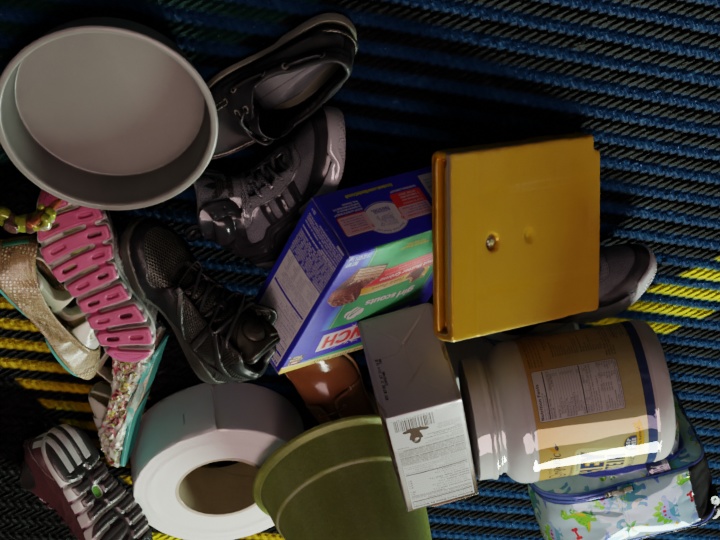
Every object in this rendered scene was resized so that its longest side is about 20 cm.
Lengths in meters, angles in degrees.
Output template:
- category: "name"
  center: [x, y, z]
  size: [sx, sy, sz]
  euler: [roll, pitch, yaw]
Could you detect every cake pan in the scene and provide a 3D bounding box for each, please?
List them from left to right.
- category: "cake pan"
  center: [-0.224, -0.141, 1.545]
  size: [0.198, 0.037, 0.202]
  euler: [0, 131, 0]

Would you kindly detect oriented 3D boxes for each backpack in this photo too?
- category: "backpack"
  center: [0.279, 0.211, 1.952]
  size: [0.198, 0.183, 0.148]
  euler: [-19, 114, 5]

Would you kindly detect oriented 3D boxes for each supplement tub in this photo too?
- category: "supplement tub"
  center: [0.205, 0.134, 1.753]
  size: [0.197, 0.145, 0.145]
  euler: [-9, 137, -2]

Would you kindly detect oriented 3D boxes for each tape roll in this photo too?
- category: "tape roll"
  center: [-0.156, 0.213, 1.930]
  size: [0.200, 0.071, 0.204]
  euler: [-6, 137, -6]

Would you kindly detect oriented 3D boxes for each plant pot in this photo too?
- category: "plant pot"
  center: [0.002, 0.289, 1.860]
  size: [0.198, 0.191, 0.201]
  euler: [-13, 143, -10]

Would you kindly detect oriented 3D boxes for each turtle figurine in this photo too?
- category: "turtle figurine"
  center: [-0.372, -0.030, 1.576]
  size: [0.197, 0.163, 0.065]
  euler: [8, 150, -10]

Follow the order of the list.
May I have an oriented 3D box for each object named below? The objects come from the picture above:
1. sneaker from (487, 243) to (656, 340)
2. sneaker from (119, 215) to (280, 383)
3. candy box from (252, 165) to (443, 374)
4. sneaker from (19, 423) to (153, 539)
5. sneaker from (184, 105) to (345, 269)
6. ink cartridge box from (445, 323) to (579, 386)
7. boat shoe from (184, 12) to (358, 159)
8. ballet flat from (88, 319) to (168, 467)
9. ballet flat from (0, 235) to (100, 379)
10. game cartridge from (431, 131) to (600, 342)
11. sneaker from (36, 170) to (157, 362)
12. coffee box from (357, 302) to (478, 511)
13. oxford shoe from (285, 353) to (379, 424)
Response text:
- category: "sneaker"
  center: [0.198, 0.000, 1.770]
  size: [0.198, 0.076, 0.114]
  euler: [-18, 140, 10]
- category: "sneaker"
  center: [-0.142, 0.028, 1.643]
  size: [0.113, 0.076, 0.201]
  euler: [0, 129, 43]
- category: "candy box"
  center: [0.000, 0.000, 1.680]
  size: [0.168, 0.077, 0.201]
  euler: [-17, 154, -35]
- category: "sneaker"
  center: [-0.305, 0.257, 1.906]
  size: [0.115, 0.075, 0.202]
  euler: [-9, 111, 50]
- category: "sneaker"
  center: [-0.094, -0.080, 1.630]
  size: [0.113, 0.076, 0.201]
  euler: [10, 135, -26]
- category: "ink cartridge box"
  center: [0.149, 0.115, 1.886]
  size: [0.198, 0.086, 0.148]
  euler: [-18, 136, 8]
- category: "boat shoe"
  center: [-0.082, -0.150, 1.568]
  size: [0.198, 0.067, 0.074]
  euler: [-30, 135, 18]
- category: "ballet flat"
  center: [-0.249, 0.120, 1.824]
  size: [0.063, 0.076, 0.201]
  euler: [23, 126, 2]
- category: "ballet flat"
  center: [-0.293, 0.037, 1.714]
  size: [0.065, 0.071, 0.200]
  euler: [-21, 138, 13]
- category: "game cartridge"
  center: [0.150, -0.035, 1.657]
  size: [0.198, 0.032, 0.179]
  euler: [-10, 104, -39]
- category: "sneaker"
  center: [-0.249, -0.013, 1.674]
  size: [0.073, 0.088, 0.201]
  euler: [-20, 114, 11]
- category: "coffee box"
  center: [0.059, 0.139, 1.727]
  size: [0.079, 0.115, 0.201]
  euler: [-15, 146, -1]
- category: "oxford shoe"
  center: [-0.026, 0.141, 1.885]
  size: [0.071, 0.072, 0.200]
  euler: [-24, 134, 15]
